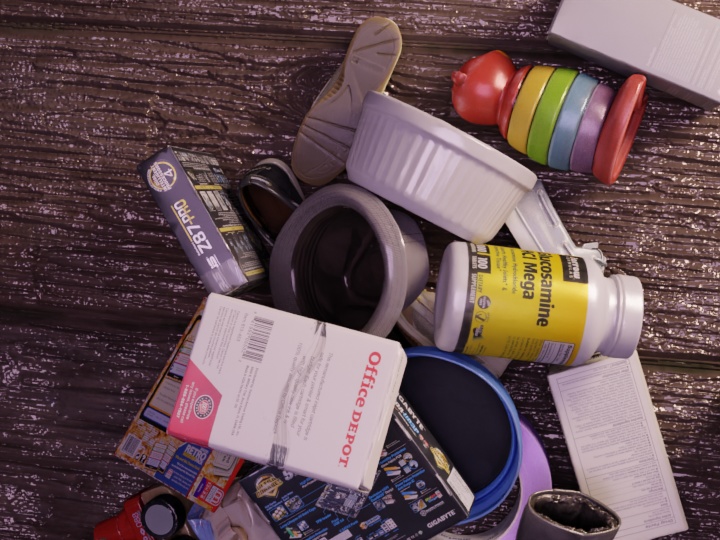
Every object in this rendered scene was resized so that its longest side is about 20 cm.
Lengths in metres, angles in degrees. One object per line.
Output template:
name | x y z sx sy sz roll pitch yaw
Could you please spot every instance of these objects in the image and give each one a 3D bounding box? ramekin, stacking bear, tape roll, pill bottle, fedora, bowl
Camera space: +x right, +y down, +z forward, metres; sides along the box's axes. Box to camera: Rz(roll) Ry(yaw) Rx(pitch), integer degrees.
ramekin | 0.076 -0.102 1.366 0.202 0.202 0.095 27 93 5
stacking bear | 0.194 -0.175 1.400 0.199 0.121 0.114 21 89 15
tape roll | 0.113 0.237 1.452 0.199 0.066 0.201 0 93 7
pill bottle | 0.180 0.037 1.328 0.199 0.112 0.113 7 94 -4
fedora | 0.000 0.000 1.369 0.200 0.090 0.178 -43 64 42
bowl | 0.074 0.172 1.373 0.199 0.039 0.202 6 112 16

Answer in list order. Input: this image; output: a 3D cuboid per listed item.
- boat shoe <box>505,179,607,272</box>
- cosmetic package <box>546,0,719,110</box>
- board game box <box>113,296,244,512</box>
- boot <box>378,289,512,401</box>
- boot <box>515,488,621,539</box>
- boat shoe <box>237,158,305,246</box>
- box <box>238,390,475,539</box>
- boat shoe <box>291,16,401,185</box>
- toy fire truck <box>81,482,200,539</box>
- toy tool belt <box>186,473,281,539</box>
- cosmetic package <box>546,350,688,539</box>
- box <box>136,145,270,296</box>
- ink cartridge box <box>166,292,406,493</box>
boat shoe | 0.229 -0.009 1.418 0.071 0.070 0.201 -35 87 10
cosmetic package | 0.302 -0.245 1.378 0.199 0.107 0.091 26 97 3
board game box | -0.161 0.138 1.390 0.151 0.046 0.201 17 74 48
boot | 0.110 0.030 1.434 0.155 0.072 0.200 -41 64 -6
boot | 0.236 0.321 1.383 0.181 0.073 0.201 11 124 -8
boat shoe | -0.068 -0.027 1.451 0.072 0.068 0.200 -31 99 21
box | -0.005 0.231 1.367 0.200 0.046 0.159 -34 96 22
boat shoe | -0.013 -0.188 1.453 0.073 0.063 0.201 25 102 1
toy fire truck | -0.256 0.351 1.487 0.199 0.129 0.177 -23 91 20
toy tool belt | -0.137 0.279 1.454 0.123 0.125 0.200 -31 107 37
cosmetic package | 0.278 0.192 1.422 0.103 0.073 0.201 -15 92 8
box | -0.158 -0.052 1.402 0.049 0.200 0.162 -31 90 6
ink cartridge box | -0.068 0.121 1.274 0.199 0.084 0.146 14 79 12
